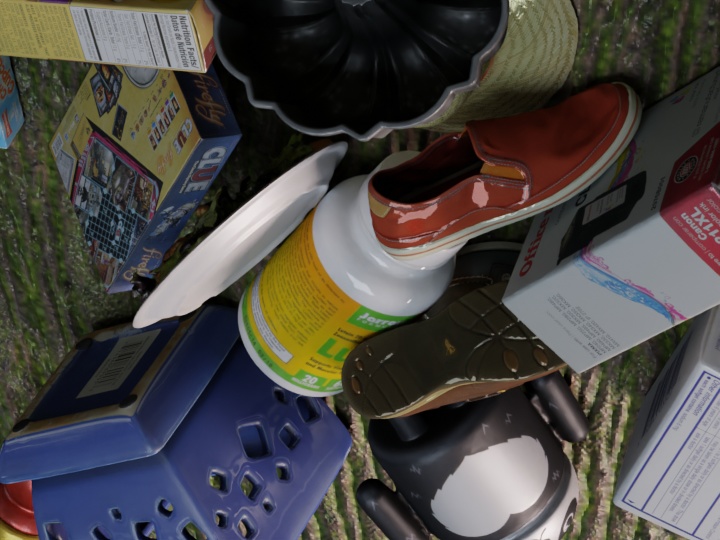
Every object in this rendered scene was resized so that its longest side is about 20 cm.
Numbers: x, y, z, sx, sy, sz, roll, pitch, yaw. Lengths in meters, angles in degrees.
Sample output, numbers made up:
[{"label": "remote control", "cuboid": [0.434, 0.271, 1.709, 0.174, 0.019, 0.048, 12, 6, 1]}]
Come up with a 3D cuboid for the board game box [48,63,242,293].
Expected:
[{"label": "board game box", "cuboid": [-0.158, -0.093, 1.705, 0.035, 0.136, 0.200, -8, 153, -32]}]

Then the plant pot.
[{"label": "plant pot", "cuboid": [-0.157, 0.146, 1.901, 0.200, 0.200, 0.180, -14, 119, 36]}]

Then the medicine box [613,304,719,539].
[{"label": "medicine box", "cuboid": [0.310, 0.124, 1.710, 0.199, 0.103, 0.182, 24, 139, 1]}]

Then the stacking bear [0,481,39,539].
[{"label": "stacking bear", "cuboid": [-0.292, 0.217, 2.106, 0.113, 0.122, 0.200, 21, 130, -6]}]

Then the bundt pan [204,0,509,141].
[{"label": "bundt pan", "cuboid": [0.007, -0.175, 1.507, 0.201, 0.203, 0.076, 11, 175, 16]}]

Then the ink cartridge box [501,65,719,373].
[{"label": "ink cartridge box", "cuboid": [0.201, -0.038, 1.563, 0.083, 0.146, 0.200, 41, 136, -18]}]

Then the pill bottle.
[{"label": "pill bottle", "cuboid": [0.000, 0.000, 1.728, 0.111, 0.111, 0.200, 33, 138, -9]}]

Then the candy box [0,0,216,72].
[{"label": "candy box", "cuboid": [-0.178, -0.197, 1.610, 0.199, 0.117, 0.057, 7, 136, 19]}]

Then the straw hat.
[{"label": "straw hat", "cuboid": [0.039, -0.140, 1.584, 0.200, 0.085, 0.201, 13, 138, 13]}]

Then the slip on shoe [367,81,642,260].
[{"label": "slip on shoe", "cuboid": [0.095, -0.074, 1.585, 0.199, 0.074, 0.061, -25, 131, 6]}]

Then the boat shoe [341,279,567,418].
[{"label": "boat shoe", "cuboid": [0.086, 0.055, 1.696, 0.199, 0.072, 0.068, -19, 168, 17]}]

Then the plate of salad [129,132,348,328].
[{"label": "plate of salad", "cuboid": [-0.091, -0.032, 1.687, 0.048, 0.200, 0.200, 49, 137, 5]}]

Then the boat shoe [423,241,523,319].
[{"label": "boat shoe", "cuboid": [0.123, 0.024, 1.730, 0.199, 0.062, 0.073, -2, 132, 28]}]

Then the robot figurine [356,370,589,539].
[{"label": "robot figurine", "cuboid": [0.085, 0.141, 1.820, 0.150, 0.125, 0.200, -13, 126, 35]}]

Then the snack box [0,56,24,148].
[{"label": "snack box", "cuboid": [-0.324, -0.183, 1.755, 0.116, 0.037, 0.200, 10, 137, 17]}]
